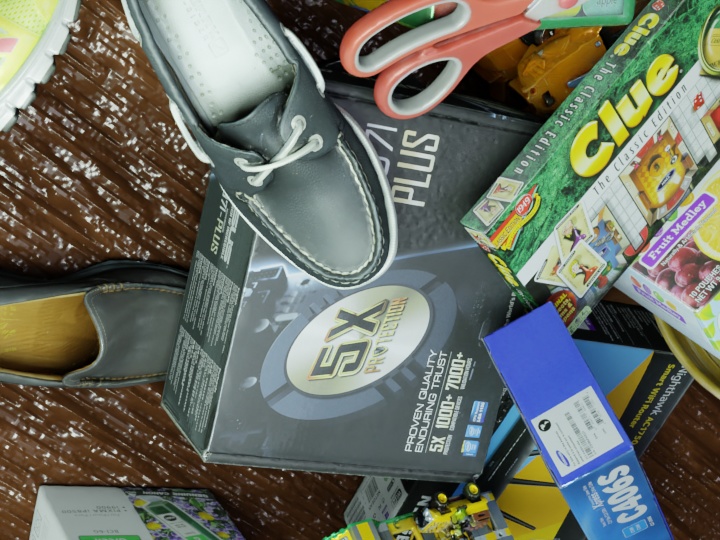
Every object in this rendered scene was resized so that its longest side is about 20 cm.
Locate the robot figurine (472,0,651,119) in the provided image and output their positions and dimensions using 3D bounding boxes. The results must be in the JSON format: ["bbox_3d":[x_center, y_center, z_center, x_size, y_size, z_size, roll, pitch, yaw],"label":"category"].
[{"bbox_3d":[0.160,-0.159,0.894,0.199,0.145,0.058,-33,124,-2],"label":"robot figurine"}]

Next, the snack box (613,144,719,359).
[{"bbox_3d":[0.179,-0.056,0.895,0.142,0.200,0.053,-44,132,-6],"label":"snack box"}]

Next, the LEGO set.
[{"bbox_3d":[0.023,0.215,0.875,0.153,0.116,0.200,-5,150,-41],"label":"LEGO set"}]

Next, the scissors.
[{"bbox_3d":[0.085,-0.129,0.738,0.199,0.014,0.073,-25,141,1],"label":"scissors"}]

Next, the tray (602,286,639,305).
[{"bbox_3d":[0.168,0.005,1.008,0.199,0.037,0.099,-15,113,-19],"label":"tray"}]

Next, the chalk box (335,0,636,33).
[{"bbox_3d":[0.066,-0.189,0.797,0.124,0.200,0.125,-5,110,-23],"label":"chalk box"}]

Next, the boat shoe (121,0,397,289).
[{"bbox_3d":[-0.050,-0.073,0.715,0.075,0.060,0.200,-35,98,8],"label":"boat shoe"}]

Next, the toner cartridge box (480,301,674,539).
[{"bbox_3d":[0.125,0.105,0.845,0.043,0.095,0.200,-27,145,4],"label":"toner cartridge box"}]

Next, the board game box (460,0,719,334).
[{"bbox_3d":[0.143,-0.067,0.813,0.200,0.023,0.105,-49,132,-7],"label":"board game box"}]

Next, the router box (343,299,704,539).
[{"bbox_3d":[0.097,0.103,0.959,0.148,0.051,0.201,8,126,-28],"label":"router box"}]

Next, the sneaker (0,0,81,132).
[{"bbox_3d":[-0.215,-0.096,0.770,0.090,0.078,0.200,39,87,-24],"label":"sneaker"}]

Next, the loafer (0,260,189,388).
[{"bbox_3d":[-0.149,0.036,0.846,0.199,0.072,0.073,0,106,-26],"label":"loafer"}]

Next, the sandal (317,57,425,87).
[{"bbox_3d":[0.039,-0.040,0.906,0.075,0.045,0.200,-36,104,0],"label":"sandal"}]

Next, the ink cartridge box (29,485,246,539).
[{"bbox_3d":[-0.102,0.179,0.843,0.108,0.200,0.051,5,105,-27],"label":"ink cartridge box"}]

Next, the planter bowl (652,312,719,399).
[{"bbox_3d":[0.269,0.013,0.927,0.200,0.200,0.084,-40,155,-8],"label":"planter bowl"}]

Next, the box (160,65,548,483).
[{"bbox_3d":[0.000,0.000,0.832,0.163,0.086,0.201,9,102,-25],"label":"box"}]
